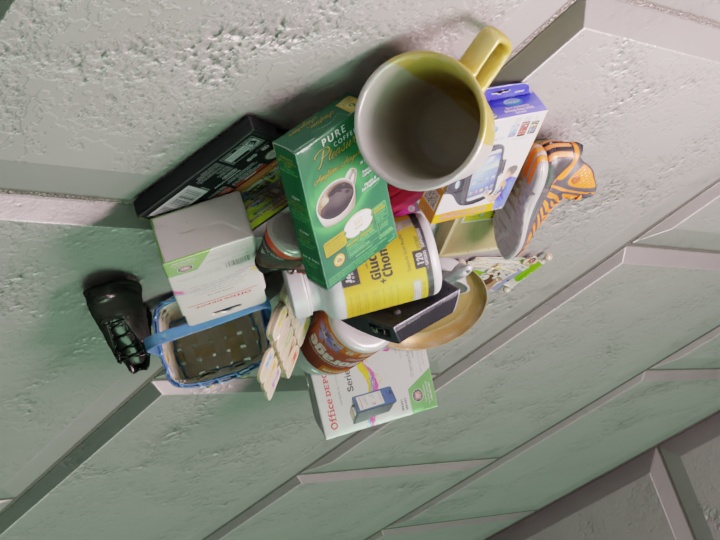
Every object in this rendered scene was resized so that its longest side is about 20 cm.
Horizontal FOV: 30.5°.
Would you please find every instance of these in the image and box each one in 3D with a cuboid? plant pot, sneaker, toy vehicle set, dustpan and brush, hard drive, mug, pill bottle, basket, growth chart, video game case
[{"bbox_3d":[0.099,0.049,2.057,0.197,0.028,0.201,-8,136,-7],"label":"plant pot"},{"bbox_3d":[-0.056,-0.037,1.636,0.199,0.078,0.082,-7,148,-45],"label":"sneaker"},{"bbox_3d":[0.183,-0.096,1.814,0.123,0.027,0.201,-8,144,-25],"label":"toy vehicle set"},{"bbox_3d":[0.113,0.009,1.902,0.138,0.058,0.200,8,156,-20],"label":"dustpan and brush"},{"bbox_3d":[0.032,0.037,1.826,0.134,0.199,0.043,-28,121,-28],"label":"hard drive"},{"bbox_3d":[0.102,-0.168,1.485,0.185,0.151,0.153,-21,174,17],"label":"mug"},{"bbox_3d":[-0.031,0.094,1.995,0.111,0.114,0.200,-7,164,-26],"label":"pill bottle"},{"bbox_3d":[-0.201,0.085,1.822,0.174,0.141,0.200,-17,167,-2],"label":"basket"},{"bbox_3d":[-0.316,0.077,1.780,0.075,0.092,0.200,-15,156,3],"label":"sneaker"},{"bbox_3d":[0.253,-0.092,1.769,0.111,0.078,0.201,-8,144,-23],"label":"sneaker"},{"bbox_3d":[0.195,0.011,2.129,0.198,0.018,0.145,-3,153,-31],"label":"growth chart"},{"bbox_3d":[0.000,0.000,1.737,0.198,0.113,0.112,-15,157,-7],"label":"pill bottle"},{"bbox_3d":[-0.143,-0.106,1.589,0.199,0.026,0.180,-33,154,28],"label":"video game case"}]

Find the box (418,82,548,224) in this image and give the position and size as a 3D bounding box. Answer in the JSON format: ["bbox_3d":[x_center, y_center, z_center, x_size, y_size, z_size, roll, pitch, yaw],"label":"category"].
[{"bbox_3d":[0.155,-0.147,1.652,0.118,0.042,0.201,-14,147,-28],"label":"box"}]

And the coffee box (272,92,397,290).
[{"bbox_3d":[-0.026,-0.091,1.523,0.123,0.044,0.202,-38,135,-26],"label":"coffee box"}]

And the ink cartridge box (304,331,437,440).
[{"bbox_3d":[0.012,0.174,2.168,0.198,0.147,0.088,-14,-163,-7],"label":"ink cartridge box"}]

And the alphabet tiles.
[{"bbox_3d":[-0.100,0.078,1.855,0.014,0.198,0.200,16,160,10],"label":"alphabet tiles"}]

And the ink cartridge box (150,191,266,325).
[{"bbox_3d":[-0.185,-0.010,1.646,0.116,0.068,0.200,-18,156,-7],"label":"ink cartridge box"}]

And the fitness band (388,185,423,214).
[{"bbox_3d":[0.031,-0.119,1.680,0.199,0.038,0.143,-34,153,30],"label":"fitness band"}]

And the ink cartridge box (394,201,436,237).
[{"bbox_3d":[0.010,-0.042,1.830,0.198,0.037,0.095,-22,158,-5],"label":"ink cartridge box"}]
